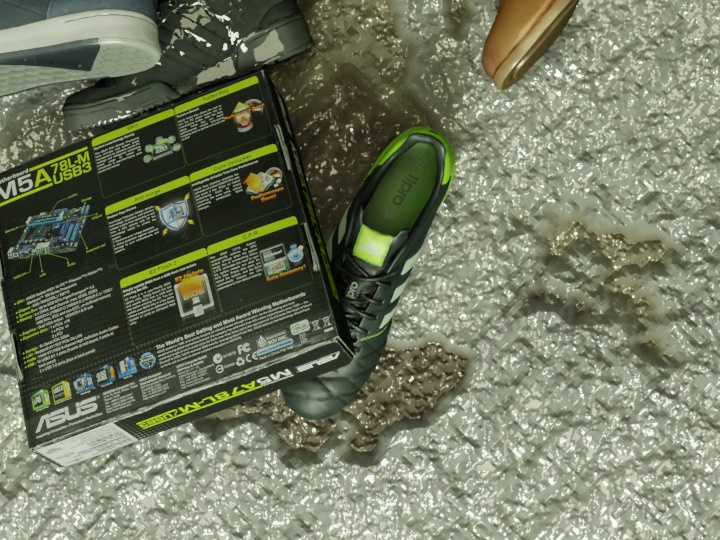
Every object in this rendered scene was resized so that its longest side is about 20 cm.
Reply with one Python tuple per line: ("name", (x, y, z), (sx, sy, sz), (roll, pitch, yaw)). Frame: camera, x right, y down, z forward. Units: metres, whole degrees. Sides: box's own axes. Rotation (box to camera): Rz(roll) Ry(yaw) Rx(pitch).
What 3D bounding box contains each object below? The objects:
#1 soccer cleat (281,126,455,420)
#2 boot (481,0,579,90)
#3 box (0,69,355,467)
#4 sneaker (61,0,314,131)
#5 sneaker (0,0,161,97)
("soccer cleat", (0.000, 0.000, 0.850), (0.067, 0.081, 0.200), (25, 90, 4))
("boot", (0.079, -0.225, 0.859), (0.155, 0.074, 0.200), (27, 78, 3))
("box", (-0.122, -0.003, 0.837), (0.200, 0.048, 0.193), (-21, 62, 7))
("sneaker", (-0.107, -0.167, 0.869), (0.200, 0.060, 0.104), (-21, 99, -4))
("sneaker", (-0.217, -0.183, 0.816), (0.202, 0.077, 0.146), (-6, 80, 11))
